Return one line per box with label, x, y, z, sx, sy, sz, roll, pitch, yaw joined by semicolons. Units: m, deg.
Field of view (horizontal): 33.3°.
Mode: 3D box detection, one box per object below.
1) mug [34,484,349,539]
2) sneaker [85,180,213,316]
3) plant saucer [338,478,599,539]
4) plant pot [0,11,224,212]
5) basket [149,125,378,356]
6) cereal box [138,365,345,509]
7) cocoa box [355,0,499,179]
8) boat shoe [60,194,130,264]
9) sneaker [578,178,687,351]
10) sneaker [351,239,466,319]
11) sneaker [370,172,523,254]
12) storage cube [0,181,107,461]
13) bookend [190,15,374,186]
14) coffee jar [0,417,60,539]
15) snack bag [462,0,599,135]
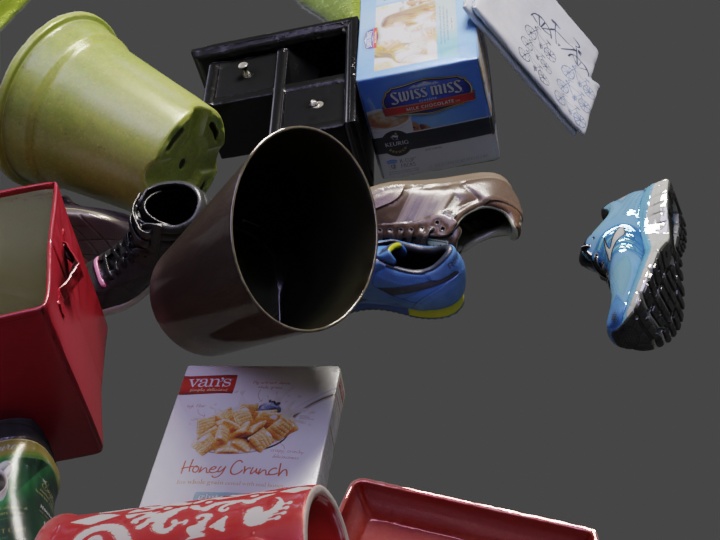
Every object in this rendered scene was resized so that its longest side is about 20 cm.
mug;-0.116;0.223;0.813;0.198;0.135;0.177;-13;4;13
sneaker;-0.220;-0.025;1.162;0.199;0.099;0.071;-25;59;2
plant saucer;0.054;0.255;0.861;0.198;0.037;0.201;9;46;20
plant pot;-0.252;-0.146;1.275;0.183;0.201;0.201;26;52;20
basket;-0.094;-0.006;1.045;0.135;0.200;0.182;22;62;-25
cereal box;-0.097;0.161;0.993;0.143;0.040;0.201;-1;42;11
cocoa box;0.072;-0.219;1.307;0.132;0.132;0.201;-9;41;10
boat shoe;-0.321;-0.051;1.250;0.198;0.075;0.074;4;37;7
sneaker;0.244;0.002;1.096;0.089;0.079;0.201;-11;34;28
sneaker;0.000;0.000;1.127;0.198;0.079;0.066;0;44;13
sneaker;0.061;-0.044;1.168;0.198;0.071;0.076;-16;42;-5
storage cube;-0.326;0.057;1.051;0.198;0.181;0.172;-11;41;-2
bookend;-0.088;-0.170;1.313;0.198;0.093;0.200;-9;42;10
coffee jar;-0.284;0.210;0.941;0.104;0.086;0.201;-18;43;-4
snack bag;0.197;-0.260;1.313;0.021;0.189;0.200;-34;18;36
